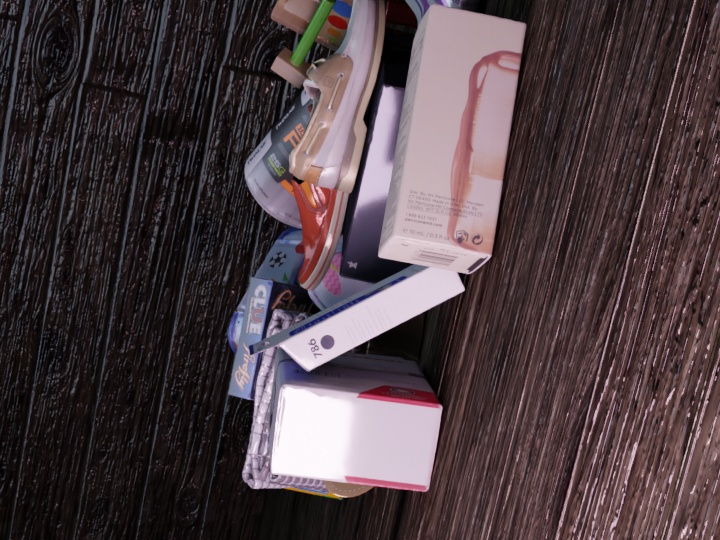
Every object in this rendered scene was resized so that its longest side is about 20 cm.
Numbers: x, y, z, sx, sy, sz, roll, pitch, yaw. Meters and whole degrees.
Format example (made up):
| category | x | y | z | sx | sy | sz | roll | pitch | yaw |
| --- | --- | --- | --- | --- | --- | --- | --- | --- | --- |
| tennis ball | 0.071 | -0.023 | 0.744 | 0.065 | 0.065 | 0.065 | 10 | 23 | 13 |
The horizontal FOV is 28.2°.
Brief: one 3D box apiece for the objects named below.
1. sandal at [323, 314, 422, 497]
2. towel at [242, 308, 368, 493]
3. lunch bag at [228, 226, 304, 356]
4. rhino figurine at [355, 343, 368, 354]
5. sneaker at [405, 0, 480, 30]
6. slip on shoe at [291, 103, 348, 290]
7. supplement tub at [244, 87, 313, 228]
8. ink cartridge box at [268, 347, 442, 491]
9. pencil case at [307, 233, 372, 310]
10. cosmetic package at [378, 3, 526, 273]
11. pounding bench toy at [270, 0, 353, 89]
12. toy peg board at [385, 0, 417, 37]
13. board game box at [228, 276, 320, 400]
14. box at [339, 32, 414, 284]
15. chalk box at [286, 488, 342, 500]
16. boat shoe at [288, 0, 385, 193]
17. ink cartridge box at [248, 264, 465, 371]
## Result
| category | x | y | z | sx | sy | sz | roll | pitch | yaw |
| --- | --- | --- | --- | --- | --- | --- | --- | --- | --- |
| sandal | 0.015 | 0.137 | 1.479 | 0.070 | 0.077 | 0.213 | 109 | 179 | -74 |
| towel | -0.045 | 0.154 | 1.615 | 0.165 | 0.085 | 0.202 | 14 | -94 | -54 |
| lunch bag | -0.074 | 0.060 | 1.748 | 0.201 | 0.075 | 0.161 | -61 | -42 | -25 |
| rhino figurine | 0.016 | 0.110 | 1.566 | 0.088 | 0.059 | 0.202 | 78 | -156 | -76 |
| sneaker | 0.099 | -0.323 | 1.560 | 0.201 | 0.072 | 0.115 | -104 | 26 | -51 |
| slip on shoe | -0.043 | -0.079 | 1.468 | 0.074 | 0.061 | 0.202 | -100 | 20 | -74 |
| supplement tub | -0.038 | -0.155 | 1.696 | 0.200 | 0.122 | 0.123 | -48 | 22 | 31 |
| ink cartridge box | -0.011 | 0.133 | 1.333 | 0.200 | 0.144 | 0.084 | -121 | 38 | -82 |
| pencil case | 0.000 | 0.000 | 1.647 | 0.200 | 0.090 | 0.084 | -42 | -54 | -75 |
| cosmetic package | 0.077 | -0.108 | 1.209 | 0.103 | 0.086 | 0.202 | 125 | 155 | -80 |
| pounding bench toy | -0.034 | -0.334 | 1.744 | 0.201 | 0.123 | 0.156 | -65 | 4 | -20 |
| toy peg board | 0.063 | -0.316 | 1.751 | 0.200 | 0.097 | 0.201 | 152 | 129 | -83 |
| board game box | -0.067 | 0.089 | 1.672 | 0.199 | 0.034 | 0.137 | 14 | -93 | -54 |
| box | 0.049 | -0.108 | 1.418 | 0.182 | 0.103 | 0.202 | -86 | 8 | -65 |
| chalk box | -0.065 | 0.188 | 1.946 | 0.201 | 0.123 | 0.124 | -84 | 7 | -52 |
| boat shoe | -0.021 | -0.180 | 1.389 | 0.075 | 0.068 | 0.202 | 126 | 155 | -78 |
| ink cartridge box | -0.006 | 0.044 | 1.298 | 0.099 | 0.199 | 0.039 | -147 | 31 | -85 |
